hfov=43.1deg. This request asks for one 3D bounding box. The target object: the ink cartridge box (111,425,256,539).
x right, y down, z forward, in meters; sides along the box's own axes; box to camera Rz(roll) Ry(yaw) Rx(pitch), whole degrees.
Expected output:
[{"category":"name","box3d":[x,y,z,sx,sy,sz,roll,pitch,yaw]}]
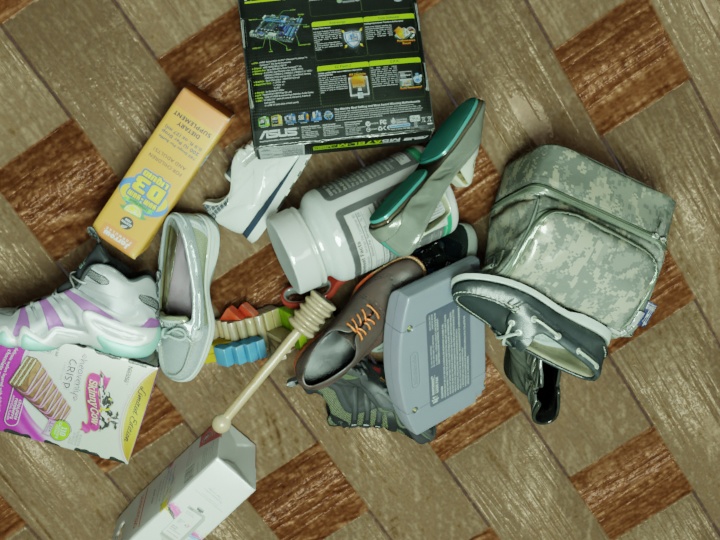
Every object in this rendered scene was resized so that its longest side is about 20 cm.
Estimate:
[{"category":"ink cartridge box","box3d":[-0.221,0.291,1.135,0.200,0.116,0.067,-43,106,8]}]

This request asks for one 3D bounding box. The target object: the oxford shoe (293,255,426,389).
[{"category":"oxford shoe","box3d":[0.005,0.064,1.044,0.071,0.073,0.200,42,89,-4]}]

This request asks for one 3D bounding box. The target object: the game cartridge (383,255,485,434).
[{"category":"game cartridge","box3d":[0.088,0.091,1.073,0.133,0.042,0.200,-21,124,-25]}]

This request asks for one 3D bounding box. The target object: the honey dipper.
[{"category":"honey dipper","box3d":[-0.104,0.109,1.054,0.038,0.038,0.200,38,94,-14]}]

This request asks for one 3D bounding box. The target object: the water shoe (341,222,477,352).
[{"category":"water shoe","box3d":[0.059,0.015,1.101,0.079,0.072,0.200,34,101,-35]}]

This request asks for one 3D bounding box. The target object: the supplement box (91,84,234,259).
[{"category":"supplement box","box3d":[-0.227,-0.113,1.048,0.067,0.069,0.200,34,102,-11]}]

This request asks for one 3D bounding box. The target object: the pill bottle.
[{"category":"pill bottle","box3d":[0.001,-0.057,1.044,0.200,0.113,0.113,-24,107,-11]}]

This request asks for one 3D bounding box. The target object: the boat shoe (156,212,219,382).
[{"category":"boat shoe","box3d":[-0.213,0.032,1.069,0.074,0.065,0.202,13,96,29]}]

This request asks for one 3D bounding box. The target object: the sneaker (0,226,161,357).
[{"category":"sneaker","box3d":[-0.322,0.018,1.022,0.200,0.078,0.140,5,99,-15]}]

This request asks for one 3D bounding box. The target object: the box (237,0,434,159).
[{"category":"box","box3d":[-0.029,-0.229,1.008,0.200,0.048,0.193,-7,78,-4]}]

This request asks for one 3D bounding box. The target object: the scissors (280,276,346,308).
[{"category":"scissors","box3d":[0.000,0.000,1.092,0.200,0.073,0.014,-12,140,7]}]

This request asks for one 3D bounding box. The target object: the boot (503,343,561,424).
[{"category":"boot","box3d":[0.219,0.076,1.112,0.068,0.131,0.200,-5,106,-5]}]

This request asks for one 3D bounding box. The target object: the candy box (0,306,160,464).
[{"category":"candy box","box3d":[-0.357,0.140,1.107,0.200,0.061,0.136,17,103,-11]}]

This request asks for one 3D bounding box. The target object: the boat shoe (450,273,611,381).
[{"category":"boat shoe","box3d":[0.188,0.063,1.012,0.200,0.076,0.060,21,66,-7]}]

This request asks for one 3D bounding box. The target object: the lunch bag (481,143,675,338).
[{"category":"lunch bag","box3d":[0.249,-0.028,1.056,0.200,0.139,0.168,24,76,-15]}]

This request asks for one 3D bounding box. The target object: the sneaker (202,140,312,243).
[{"category":"sneaker","box3d":[-0.103,-0.131,1.055,0.080,0.076,0.200,33,98,-4]}]

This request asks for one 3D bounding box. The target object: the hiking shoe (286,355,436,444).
[{"category":"hiking shoe","box3d":[0.006,0.165,1.156,0.200,0.076,0.101,38,121,-19]}]

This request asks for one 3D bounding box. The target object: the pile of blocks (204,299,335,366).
[{"category":"pile of blocks","box3d":[-0.123,0.070,1.101,0.200,0.082,0.062,-12,107,-2]}]

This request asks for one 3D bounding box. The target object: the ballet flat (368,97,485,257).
[{"category":"ballet flat","box3d":[0.084,-0.097,0.980,0.064,0.067,0.200,45,71,-20]}]
